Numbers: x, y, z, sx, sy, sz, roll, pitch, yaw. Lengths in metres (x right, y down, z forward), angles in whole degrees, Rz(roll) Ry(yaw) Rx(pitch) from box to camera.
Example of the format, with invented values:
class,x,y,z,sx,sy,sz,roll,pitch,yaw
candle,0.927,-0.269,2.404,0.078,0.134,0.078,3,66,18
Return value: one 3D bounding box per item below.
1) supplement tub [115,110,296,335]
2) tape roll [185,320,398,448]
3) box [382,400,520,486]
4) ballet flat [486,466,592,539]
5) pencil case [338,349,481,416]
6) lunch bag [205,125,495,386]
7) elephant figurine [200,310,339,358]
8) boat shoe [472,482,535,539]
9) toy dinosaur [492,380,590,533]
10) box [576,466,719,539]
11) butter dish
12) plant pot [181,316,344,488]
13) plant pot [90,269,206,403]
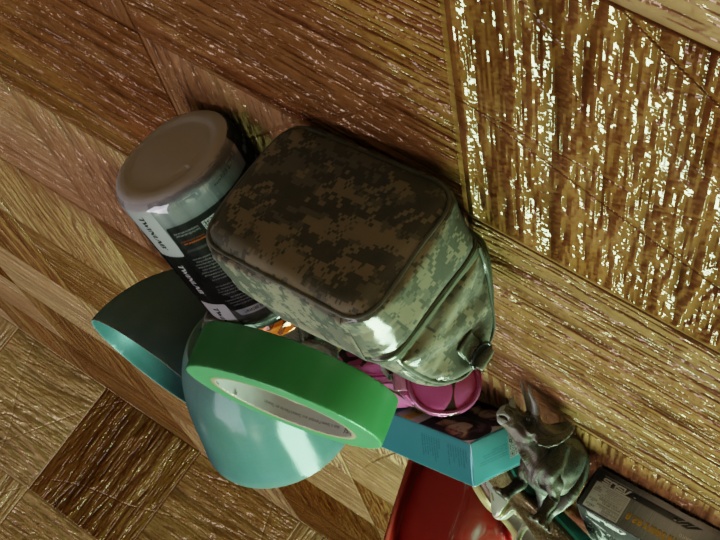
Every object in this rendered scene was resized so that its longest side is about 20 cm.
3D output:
class,x,y,z,sx,sy,sz,roll,pitch,yaw
supplement tub,-0.118,-0.035,1.167,0.122,0.123,0.200,19,151,46
tape roll,-0.065,0.110,1.226,0.200,0.048,0.200,21,166,5
box,0.084,0.168,1.381,0.200,0.082,0.049,14,116,52
ballet flat,0.176,0.257,1.372,0.070,0.065,0.200,23,-156,-53
pencil case,0.038,0.104,1.303,0.200,0.093,0.091,-16,88,67
lunch bag,0.000,0.000,1.012,0.200,0.139,0.168,25,159,37
elephant figurine,-0.095,0.044,1.397,0.141,0.156,0.200,-9,169,2
boat shoe,0.188,0.261,1.482,0.070,0.070,0.200,-23,119,28
toy dinosaur,0.191,0.198,1.261,0.077,0.102,0.200,32,174,42
box,0.322,0.290,1.307,0.200,0.048,0.159,28,161,29
butter dish,0.142,0.321,1.587,0.147,0.200,0.200,-11,134,37
plant pot,-0.118,0.128,1.523,0.200,0.201,0.161,25,152,35
plant pot,-0.230,0.075,1.689,0.200,0.135,0.200,34,163,12
